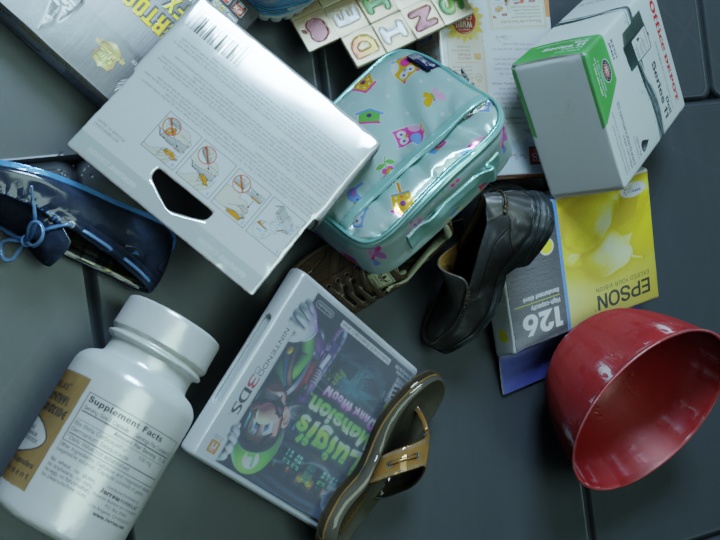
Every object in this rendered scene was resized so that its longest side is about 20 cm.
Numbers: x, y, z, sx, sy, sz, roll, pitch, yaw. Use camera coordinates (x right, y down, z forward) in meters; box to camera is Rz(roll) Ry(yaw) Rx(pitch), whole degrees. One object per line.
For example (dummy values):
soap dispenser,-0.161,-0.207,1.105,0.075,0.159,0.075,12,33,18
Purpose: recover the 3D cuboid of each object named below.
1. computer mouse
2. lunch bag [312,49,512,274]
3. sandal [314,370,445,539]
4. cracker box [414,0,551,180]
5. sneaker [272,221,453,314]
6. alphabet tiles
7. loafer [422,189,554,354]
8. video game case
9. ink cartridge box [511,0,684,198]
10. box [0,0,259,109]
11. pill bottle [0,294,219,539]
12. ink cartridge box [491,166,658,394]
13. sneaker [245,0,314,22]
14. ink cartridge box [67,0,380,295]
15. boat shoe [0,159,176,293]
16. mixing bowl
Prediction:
computer mouse,0.083,-0.049,1.115,0.199,0.034,0.059,-15,106,-20
lunch bag,0.035,-0.103,1.007,0.200,0.160,0.077,-44,145,-10
sandal,0.029,0.187,1.042,0.200,0.054,0.082,-53,152,-21
cracker box,0.128,-0.192,1.122,0.133,0.058,0.201,-4,89,-25
sneaker,0.000,0.000,1.031,0.200,0.076,0.071,-40,109,-11
alphabet tiles,0.012,-0.290,1.057,0.200,0.006,0.167,-28,83,-15
loafer,0.102,-0.002,1.051,0.072,0.073,0.200,11,126,-27
video game case,-0.047,0.123,0.999,0.200,0.023,0.182,43,74,-44
ink cartridge box,0.246,-0.185,1.115,0.200,0.083,0.147,-46,121,-44
box,-0.212,-0.234,0.962,0.200,0.048,0.159,43,71,-18
pill bottle,-0.205,0.127,0.919,0.114,0.114,0.200,35,74,-21
ink cartridge box,0.223,0.011,1.149,0.197,0.047,0.201,-19,106,-25
sneaker,-0.017,-0.292,0.987,0.200,0.090,0.079,-33,91,-2
ink cartridge box,-0.112,-0.102,0.927,0.200,0.044,0.174,39,77,-1
boat shoe,-0.249,-0.036,0.918,0.199,0.084,0.069,18,69,-22
mixing bowl,0.264,0.113,1.130,0.200,0.108,0.201,-20,133,-23
